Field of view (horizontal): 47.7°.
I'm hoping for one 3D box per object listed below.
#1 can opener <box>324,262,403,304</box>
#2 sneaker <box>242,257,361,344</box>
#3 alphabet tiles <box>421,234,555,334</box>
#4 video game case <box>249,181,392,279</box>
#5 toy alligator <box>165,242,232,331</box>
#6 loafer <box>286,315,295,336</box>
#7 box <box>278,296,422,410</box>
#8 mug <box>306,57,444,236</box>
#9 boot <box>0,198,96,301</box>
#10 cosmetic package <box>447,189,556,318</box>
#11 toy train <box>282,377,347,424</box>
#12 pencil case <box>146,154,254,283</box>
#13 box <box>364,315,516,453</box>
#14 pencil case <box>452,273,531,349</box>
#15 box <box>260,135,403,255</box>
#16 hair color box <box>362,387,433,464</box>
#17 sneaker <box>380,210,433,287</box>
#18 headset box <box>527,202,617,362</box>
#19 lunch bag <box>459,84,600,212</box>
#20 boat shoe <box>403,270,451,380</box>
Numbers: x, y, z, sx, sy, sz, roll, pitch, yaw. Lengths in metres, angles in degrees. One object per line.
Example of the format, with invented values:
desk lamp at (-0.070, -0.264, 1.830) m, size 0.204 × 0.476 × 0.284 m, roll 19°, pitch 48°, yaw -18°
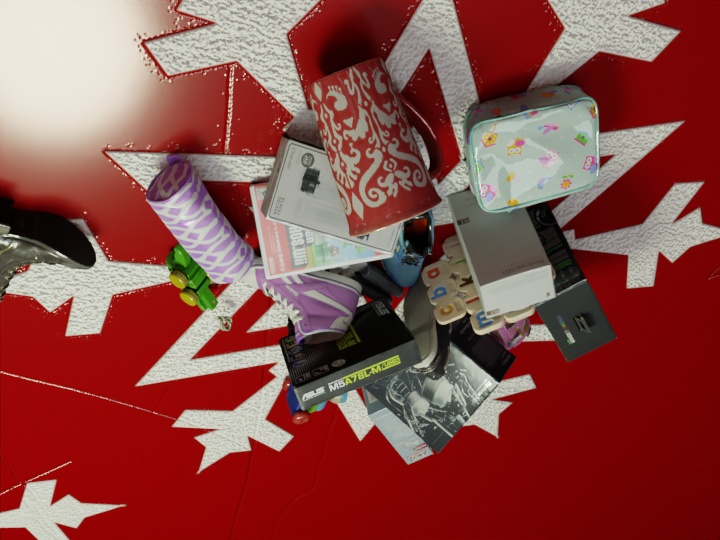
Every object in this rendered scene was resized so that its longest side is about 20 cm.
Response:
can opener at (0.000, 0.000, 1.322) m, size 0.052 × 0.067 × 0.199 m, roll -38°, pitch 138°, yaw 18°
sneaker at (-0.107, 0.050, 1.255) m, size 0.198 × 0.116 × 0.073 m, roll 12°, pitch 156°, yaw 14°
alphabet tiles at (0.197, 0.007, 1.274) m, size 0.193 × 0.202 × 0.015 m, roll -23°, pitch 137°, yaw 7°
video game case at (-0.056, -0.073, 1.217) m, size 0.197 × 0.017 × 0.145 m, roll -10°, pitch 106°, yaw -5°
toy alligator at (-0.261, 0.025, 1.280) m, size 0.054 × 0.060 × 0.201 m, roll 16°, pitch 146°, yaw 30°
loafer at (-0.039, 0.119, 1.401) m, size 0.199 × 0.071 × 0.068 m, roll 21°, pitch 158°, yaw -28°
box at (-0.022, 0.122, 1.254) m, size 0.191 × 0.200 × 0.048 m, roll -23°, pitch 110°, yaw -4°
mug at (0.018, -0.168, 1.084) m, size 0.132 × 0.177 × 0.202 m, roll -17°, pitch 101°, yaw 23°
boot at (-0.503, -0.011, 1.178) m, size 0.198 × 0.070 × 0.174 m, roll 26°, pitch 125°, yaw -24°
cosmetic package at (0.211, -0.037, 1.235) m, size 0.111 × 0.201 × 0.082 m, roll -19°, pitch 135°, yaw 4°
toy train at (-0.064, 0.190, 1.451) m, size 0.114 × 0.085 × 0.201 m, roll -8°, pitch 147°, yaw -23°
pencil case at (-0.225, -0.067, 1.174) m, size 0.083 × 0.086 × 0.201 m, roll -4°, pitch 141°, yaw 24°
box at (0.136, 0.177, 1.422) m, size 0.182 × 0.104 × 0.201 m, roll 39°, pitch 123°, yaw 9°
pencil case at (0.227, 0.055, 1.402) m, size 0.083 × 0.086 × 0.200 m, roll -51°, pitch 132°, yaw -15°
box at (-0.031, -0.105, 1.160) m, size 0.197 × 0.060 × 0.118 m, roll 14°, pitch 100°, yaw -18°
hair color box at (0.070, 0.279, 1.570) m, size 0.060 × 0.100 × 0.201 m, roll -25°, pitch 134°, yaw 10°
sneaker at (0.074, -0.041, 1.273) m, size 0.077 × 0.091 × 0.202 m, roll -6°, pitch 136°, yaw -8°
headset box at (0.320, 0.023, 1.322) m, size 0.092 × 0.201 × 0.174 m, roll -28°, pitch 133°, yaw 13°
lunch bag at (0.244, -0.173, 1.184) m, size 0.197 × 0.077 × 0.162 m, roll -13°, pitch 122°, yaw 0°
boat shoe at (0.113, 0.083, 1.305) m, size 0.073 × 0.202 × 0.060 m, roll -24°, pitch 129°, yaw 25°
